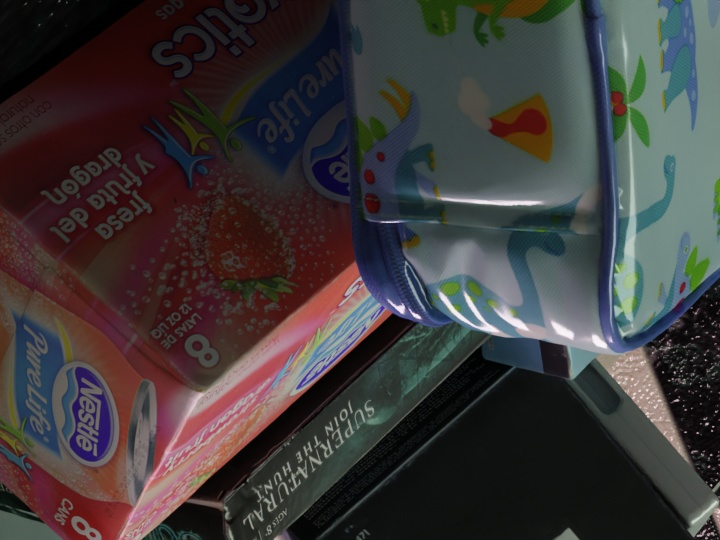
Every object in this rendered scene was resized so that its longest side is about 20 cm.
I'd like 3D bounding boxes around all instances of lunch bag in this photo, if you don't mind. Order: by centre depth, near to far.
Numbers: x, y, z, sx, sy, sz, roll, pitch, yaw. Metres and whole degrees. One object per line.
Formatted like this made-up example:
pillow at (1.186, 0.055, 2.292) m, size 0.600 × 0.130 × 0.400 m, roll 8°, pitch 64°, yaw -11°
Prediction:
lunch bag at (0.057, -0.090, 0.698) m, size 0.161 × 0.082 × 0.201 m, roll -39°, pitch 129°, yaw -52°

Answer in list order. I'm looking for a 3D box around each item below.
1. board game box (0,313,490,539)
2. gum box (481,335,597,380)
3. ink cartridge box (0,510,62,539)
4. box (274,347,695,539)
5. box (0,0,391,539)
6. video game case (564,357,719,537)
board game box at (-0.028, 0.015, 0.888) m, size 0.200 × 0.135 × 0.028 m, roll -41°, pitch 128°, yaw -37°
gum box at (0.104, -0.084, 1.050) m, size 0.200 × 0.044 × 0.170 m, roll -40°, pitch 131°, yaw -41°
ink cartridge box at (-0.113, 0.175, 0.900) m, size 0.146 × 0.200 × 0.084 m, roll -51°, pitch 173°, yaw 20°
box at (0.067, 0.139, 1.141) m, size 0.123 × 0.200 × 0.198 m, roll -40°, pitch -173°, yaw -6°
box at (-0.030, -0.024, 0.789) m, size 0.200 × 0.095 × 0.103 m, roll -41°, pitch 169°, yaw -39°
video game case at (0.068, 0.033, 1.145) m, size 0.017 × 0.200 × 0.143 m, roll -40°, pitch 170°, yaw -7°
